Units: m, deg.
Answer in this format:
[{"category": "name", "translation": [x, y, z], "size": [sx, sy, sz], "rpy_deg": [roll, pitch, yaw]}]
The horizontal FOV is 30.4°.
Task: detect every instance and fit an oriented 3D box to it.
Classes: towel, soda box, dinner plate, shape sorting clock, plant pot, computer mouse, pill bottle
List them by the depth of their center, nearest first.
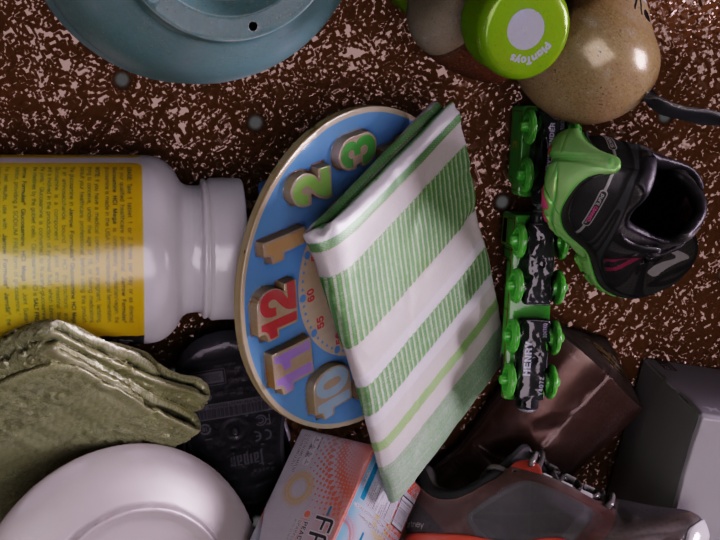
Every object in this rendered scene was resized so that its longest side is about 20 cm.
[{"category": "plant pot", "translation": [-0.081, -0.191, 0.712], "size": [0.198, 0.134, 0.203], "rpy_deg": [-5, 109, -16]}, {"category": "pill bottle", "translation": [-0.168, -0.012, 0.789], "size": [0.197, 0.113, 0.114], "rpy_deg": [-1, 108, -10]}, {"category": "dinner plate", "translation": [-0.141, 0.207, 0.803], "size": [0.198, 0.024, 0.203], "rpy_deg": [-7, 101, -36]}, {"category": "towel", "translation": [-0.204, 0.097, 0.806], "size": [0.199, 0.037, 0.148], "rpy_deg": [-30, 140, 22]}, {"category": "shape sorting clock", "translation": [0.000, 0.000, 0.816], "size": [0.198, 0.039, 0.203], "rpy_deg": [-17, 115, -39]}, {"category": "towel", "translation": [0.034, 0.019, 0.816], "size": [0.153, 0.023, 0.202], "rpy_deg": [-47, 135, -37]}, {"category": "soda box", "translation": [-0.038, 0.204, 0.832], "size": [0.064, 0.068, 0.202], "rpy_deg": [46, 60, -42]}, {"category": "computer mouse", "translation": [-0.109, 0.129, 0.885], "size": [0.139, 0.046, 0.202], "rpy_deg": [-13, 116, -4]}]

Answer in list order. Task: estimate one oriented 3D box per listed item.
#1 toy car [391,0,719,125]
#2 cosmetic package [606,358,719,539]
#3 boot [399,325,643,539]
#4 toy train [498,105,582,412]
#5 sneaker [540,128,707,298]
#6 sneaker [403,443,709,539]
[{"category": "toy car", "translation": [0.138, -0.152, 0.784], "size": [0.199, 0.164, 0.158], "rpy_deg": [32, 100, -28]}, {"category": "cosmetic package", "translation": [0.226, 0.174, 0.926], "size": [0.089, 0.107, 0.202], "rpy_deg": [11, 107, -13]}, {"category": "boot", "translation": [0.143, 0.154, 0.929], "size": [0.186, 0.064, 0.201], "rpy_deg": [39, 93, -17]}, {"category": "toy train", "translation": [0.110, -0.011, 0.858], "size": [0.041, 0.056, 0.203], "rpy_deg": [2, 97, -12]}, {"category": "sneaker", "translation": [0.177, -0.026, 0.825], "size": [0.199, 0.083, 0.078], "rpy_deg": [25, 76, -58]}, {"category": "sneaker", "translation": [0.123, 0.151, 0.855], "size": [0.197, 0.077, 0.083], "rpy_deg": [-2, 74, 9]}]
